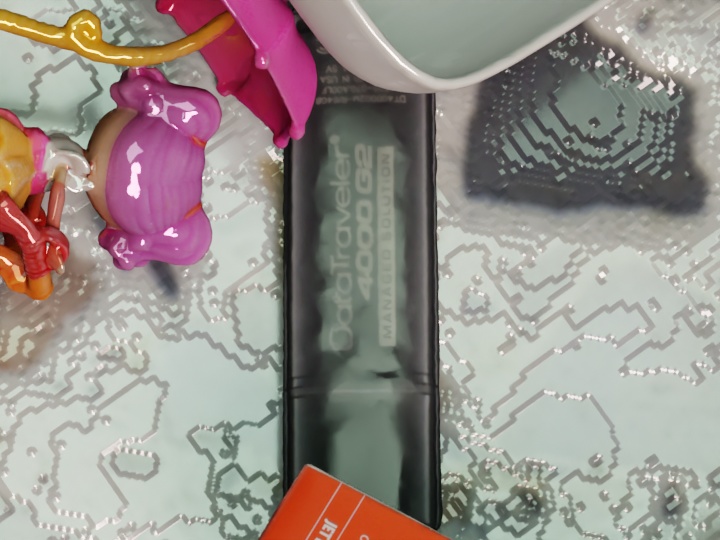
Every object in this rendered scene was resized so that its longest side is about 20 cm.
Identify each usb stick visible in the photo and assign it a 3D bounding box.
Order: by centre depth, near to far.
[{"bbox_3d":[0.000,0.000,0.995,0.055,0.033,0.201,-1,80,1],"label":"usb stick"}]

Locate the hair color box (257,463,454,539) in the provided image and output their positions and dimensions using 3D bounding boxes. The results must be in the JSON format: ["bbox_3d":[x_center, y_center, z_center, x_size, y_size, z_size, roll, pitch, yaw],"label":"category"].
[{"bbox_3d":[0.058,0.148,0.899,0.199,0.111,0.064,25,69,17],"label":"hair color box"}]

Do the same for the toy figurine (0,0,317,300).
[{"bbox_3d":[-0.107,-0.052,0.957,0.183,0.150,0.201,3,102,-14],"label":"toy figurine"}]

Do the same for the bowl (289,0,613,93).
[{"bbox_3d":[0.020,-0.172,0.964,0.200,0.075,0.200,-37,100,-29],"label":"bowl"}]
